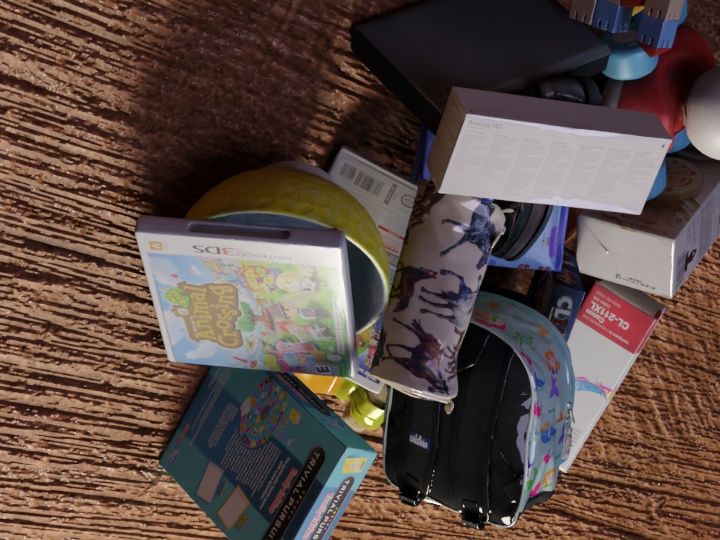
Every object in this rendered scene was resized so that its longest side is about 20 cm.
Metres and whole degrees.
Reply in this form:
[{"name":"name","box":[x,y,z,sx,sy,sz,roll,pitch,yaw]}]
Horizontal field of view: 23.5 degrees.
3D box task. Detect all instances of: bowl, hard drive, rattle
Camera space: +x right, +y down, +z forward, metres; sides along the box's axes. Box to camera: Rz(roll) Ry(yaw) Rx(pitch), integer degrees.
[{"name":"bowl","box":[-0.066,-0.033,1.556,0.201,0.199,0.108,60,31,-48]},{"name":"hard drive","box":[0.111,-0.202,1.584,0.199,0.140,0.033,-23,144,-29]},{"name":"rattle","box":[0.009,0.053,1.767,0.201,0.142,0.130,-62,170,-16]}]

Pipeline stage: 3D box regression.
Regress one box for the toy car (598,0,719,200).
[{"name":"toy car","box":[0.356,-0.174,1.756,0.177,0.199,0.185,-53,144,-42]}]

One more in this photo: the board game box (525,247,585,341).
[{"name":"board game box","box":[0.182,0.085,1.812,0.034,0.136,0.201,16,109,-4]}]

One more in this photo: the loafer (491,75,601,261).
[{"name":"loafer","box":[0.150,-0.096,1.587,0.062,0.072,0.201,4,127,-29]}]

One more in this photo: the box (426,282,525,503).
[{"name":"box","box":[0.112,0.130,1.823,0.078,0.141,0.201,15,112,-7]}]

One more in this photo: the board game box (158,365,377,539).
[{"name":"board game box","box":[-0.091,0.177,1.633,0.047,0.200,0.152,16,108,-48]}]

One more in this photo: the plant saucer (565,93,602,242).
[{"name":"plant saucer","box":[0.189,-0.105,1.809,0.199,0.037,0.201,-23,132,-28]}]

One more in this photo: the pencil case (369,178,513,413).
[{"name":"pencil case","box":[0.071,0.022,1.549,0.078,0.089,0.201,59,46,-80]}]

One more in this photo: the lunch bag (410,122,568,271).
[{"name":"lunch bag","box":[0.131,-0.112,1.679,0.149,0.094,0.201,5,111,-8]}]

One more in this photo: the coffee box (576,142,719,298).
[{"name":"coffee box","box":[0.326,-0.068,1.855,0.200,0.114,0.080,-46,142,-41]}]

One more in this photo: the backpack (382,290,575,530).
[{"name":"backpack","box":[0.116,0.120,1.645,0.150,0.177,0.201,-30,129,-47]}]

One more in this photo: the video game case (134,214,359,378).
[{"name":"video game case","box":[-0.097,0.027,1.534,0.201,0.181,0.022,84,13,-53]}]

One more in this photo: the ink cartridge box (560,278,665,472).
[{"name":"ink cartridge box","box":[0.255,0.111,1.948,0.201,0.083,0.146,-60,171,11]}]

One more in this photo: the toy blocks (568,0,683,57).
[{"name":"toy blocks","box":[0.237,-0.281,1.583,0.100,0.199,0.138,-11,120,-48]}]

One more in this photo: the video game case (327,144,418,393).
[{"name":"video game case","box":[0.000,0.000,1.657,0.142,0.018,0.201,27,103,-5]}]

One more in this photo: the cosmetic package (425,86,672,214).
[{"name":"cosmetic package","box":[0.164,-0.105,1.510,0.199,0.051,0.083,6,127,-20]}]
